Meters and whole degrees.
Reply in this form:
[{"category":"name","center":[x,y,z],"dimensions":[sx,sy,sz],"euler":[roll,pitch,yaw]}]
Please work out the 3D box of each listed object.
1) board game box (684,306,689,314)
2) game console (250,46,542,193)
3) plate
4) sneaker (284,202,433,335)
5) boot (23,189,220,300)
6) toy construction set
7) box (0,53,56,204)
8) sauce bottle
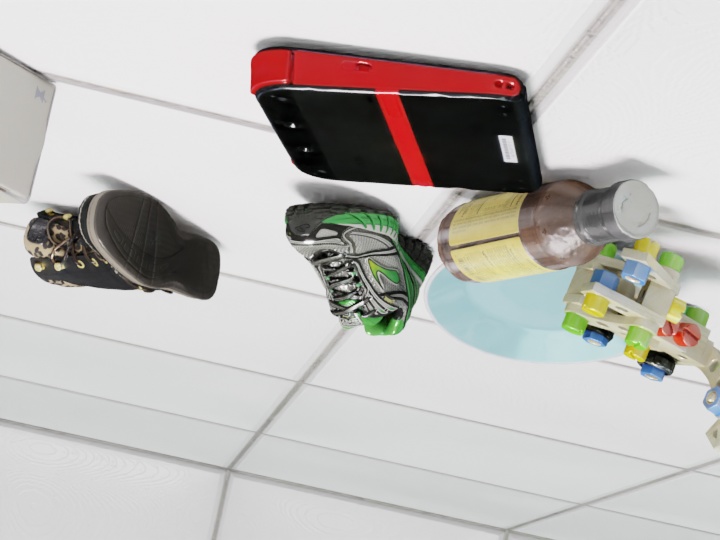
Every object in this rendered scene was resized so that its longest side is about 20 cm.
[{"category":"board game box","center":[0.184,0.042,1.681],"dimensions":[0.134,0.029,0.200],"euler":[17,166,-18]},{"category":"game console","center":[0.027,-0.096,1.261],"dimensions":[0.176,0.031,0.200],"euler":[4,166,10]},{"category":"plate","center":[0.151,0.018,1.536],"dimensions":[0.200,0.026,0.200],"euler":[5,149,3]},{"category":"sneaker","center":[0.000,0.000,1.544],"dimensions":[0.078,0.085,0.200],"euler":[4,164,29]},{"category":"boot","center":[-0.227,-0.023,1.679],"dimensions":[0.150,0.073,0.200],"euler":[5,170,26]},{"category":"toy construction set","center":[0.229,0.047,1.434],"dimensions":[0.200,0.092,0.131],"euler":[45,159,-22]},{"category":"box","center":[-0.323,-0.103,1.379],"dimensions":[0.200,0.095,0.078],"euler":[1,162,33]},{"category":"sauce bottle","center":[0.132,-0.029,1.356],"dimensions":[0.065,0.065,0.200],"euler":[19,166,-29]}]
